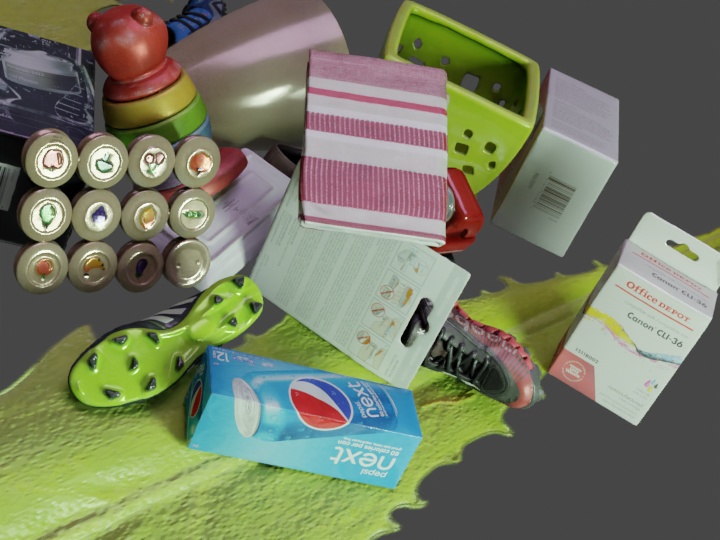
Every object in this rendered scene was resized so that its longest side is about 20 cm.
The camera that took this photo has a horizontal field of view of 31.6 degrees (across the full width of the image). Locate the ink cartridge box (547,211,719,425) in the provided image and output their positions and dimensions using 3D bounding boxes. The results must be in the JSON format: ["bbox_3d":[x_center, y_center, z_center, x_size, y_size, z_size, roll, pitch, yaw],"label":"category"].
[{"bbox_3d":[0.300,0.052,1.360,0.116,0.201,0.068,30,32,5],"label":"ink cartridge box"}]

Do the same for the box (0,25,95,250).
[{"bbox_3d":[-0.364,-0.139,1.217,0.198,0.125,0.198,13,32,-21],"label":"box"}]

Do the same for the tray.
[{"bbox_3d":[-0.136,-0.061,1.323,0.107,0.022,0.200,35,47,11],"label":"tray"}]

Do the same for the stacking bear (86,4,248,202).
[{"bbox_3d":[-0.210,-0.170,1.277,0.120,0.202,0.114,1,34,29],"label":"stacking bear"}]

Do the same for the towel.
[{"bbox_3d":[0.014,-0.118,1.215,0.142,0.023,0.202,7,60,-9],"label":"towel"}]

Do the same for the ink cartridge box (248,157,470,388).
[{"bbox_3d":[0.000,0.000,1.249,0.199,0.161,0.047,33,33,9],"label":"ink cartridge box"}]

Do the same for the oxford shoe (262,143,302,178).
[{"bbox_3d":[-0.022,-0.100,1.449,0.198,0.085,0.073,9,34,-30],"label":"oxford shoe"}]

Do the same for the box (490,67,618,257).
[{"bbox_3d":[0.254,-0.143,1.649,0.105,0.153,0.201,24,31,-3],"label":"box"}]

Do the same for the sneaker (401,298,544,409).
[{"bbox_3d":[0.094,0.078,1.294,0.200,0.071,0.097,40,34,23],"label":"sneaker"}]

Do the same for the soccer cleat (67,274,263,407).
[{"bbox_3d":[-0.172,0.067,1.123,0.199,0.081,0.068,-30,90,-32],"label":"soccer cleat"}]

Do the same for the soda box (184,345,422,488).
[{"bbox_3d":[-0.051,0.130,1.115,0.198,0.068,0.064,14,34,-21],"label":"soda box"}]

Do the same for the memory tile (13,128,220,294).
[{"bbox_3d":[-0.221,-0.052,1.174,0.198,0.155,0.017,-3,21,-37],"label":"memory tile"}]

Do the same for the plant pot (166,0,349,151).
[{"bbox_3d":[-0.141,-0.215,1.458,0.198,0.189,0.188,-17,51,-32],"label":"plant pot"}]

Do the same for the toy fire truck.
[{"bbox_3d":[0.064,-0.088,1.354,0.175,0.200,0.130,-7,66,-42],"label":"toy fire truck"}]

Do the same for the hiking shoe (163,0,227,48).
[{"bbox_3d":[-0.218,-0.301,1.597,0.086,0.075,0.201,16,34,-18],"label":"hiking shoe"}]

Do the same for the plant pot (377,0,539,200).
[{"bbox_3d":[0.094,-0.185,1.562,0.198,0.183,0.200,24,31,-4],"label":"plant pot"}]
